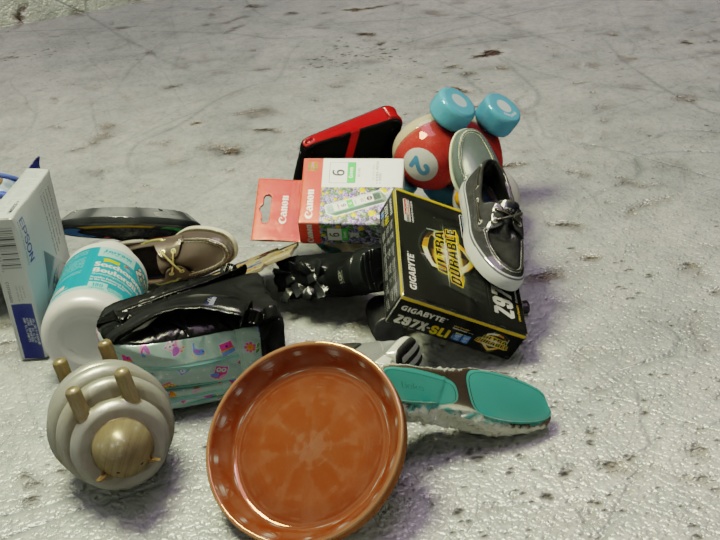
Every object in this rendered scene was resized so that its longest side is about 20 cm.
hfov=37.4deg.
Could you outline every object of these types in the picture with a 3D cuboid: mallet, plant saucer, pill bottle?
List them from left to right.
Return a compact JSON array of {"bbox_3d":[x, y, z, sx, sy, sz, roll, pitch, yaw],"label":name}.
[{"bbox_3d":[-0.326,0.036,1.325,0.111,0.111,0.200,-7,28,-1],"label":"pill bottle"},{"bbox_3d":[-0.050,0.165,1.010,0.200,0.032,0.200,-9,62,17],"label":"plant saucer"},{"bbox_3d":[0.106,0.056,1.281,0.200,0.041,0.066,-2,26,1],"label":"mallet"}]

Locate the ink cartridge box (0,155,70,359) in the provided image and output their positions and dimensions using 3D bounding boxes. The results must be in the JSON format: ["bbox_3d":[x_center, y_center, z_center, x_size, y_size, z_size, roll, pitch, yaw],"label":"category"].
[{"bbox_3d":[-0.406,-0.021,1.358,0.041,0.200,0.200,-3,29,4],"label":"ink cartridge box"}]

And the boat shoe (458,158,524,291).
[{"bbox_3d":[0.165,-0.062,1.270,0.070,0.066,0.200,18,37,-16],"label":"boat shoe"}]

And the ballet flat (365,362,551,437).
[{"bbox_3d":[0.093,0.134,1.083,0.200,0.072,0.072,12,23,-17],"label":"ballet flat"}]

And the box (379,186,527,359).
[{"bbox_3d":[0.106,0.001,1.252,0.160,0.049,0.200,20,38,-17],"label":"box"}]

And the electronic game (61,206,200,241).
[{"bbox_3d":[-0.327,-0.061,1.507,0.200,0.042,0.200,-1,-4,0],"label":"electronic game"}]

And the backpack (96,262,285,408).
[{"bbox_3d":[-0.193,0.080,1.198,0.200,0.127,0.167,-13,19,-14],"label":"backpack"}]

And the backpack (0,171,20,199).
[{"bbox_3d":[-0.512,-0.054,1.441,0.200,0.154,0.191,-9,-6,-5],"label":"backpack"}]

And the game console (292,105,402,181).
[{"bbox_3d":[-0.029,-0.142,1.527,0.177,0.200,0.031,-22,60,-29],"label":"game console"}]

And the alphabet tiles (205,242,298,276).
[{"bbox_3d":[-0.176,0.008,1.370,0.200,0.006,0.166,-21,8,6],"label":"alphabet tiles"}]

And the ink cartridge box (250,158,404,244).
[{"bbox_3d":[-0.042,-0.092,1.395,0.200,0.050,0.109,1,57,3],"label":"ink cartridge box"}]

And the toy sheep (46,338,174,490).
[{"bbox_3d":[-0.254,0.149,1.075,0.138,0.138,0.200,-14,20,-15],"label":"toy sheep"}]

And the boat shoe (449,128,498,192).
[{"bbox_3d":[0.170,-0.099,1.393,0.073,0.200,0.062,-9,-11,-17],"label":"boat shoe"}]

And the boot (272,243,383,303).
[{"bbox_3d":[0.001,0.001,1.357,0.162,0.073,0.198,-7,1,44],"label":"boot"}]

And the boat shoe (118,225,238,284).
[{"bbox_3d":[-0.263,-0.015,1.442,0.200,0.072,0.060,-5,21,21],"label":"boat shoe"}]

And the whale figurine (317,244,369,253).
[{"bbox_3d":[0.022,-0.063,1.466,0.200,0.104,0.159,16,59,13],"label":"whale figurine"}]

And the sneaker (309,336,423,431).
[{"bbox_3d":[-0.025,0.132,1.137,0.115,0.075,0.200,2,22,35],"label":"sneaker"}]

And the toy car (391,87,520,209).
[{"bbox_3d":[0.152,-0.120,1.495,0.177,0.184,0.200,0,52,-39],"label":"toy car"}]
